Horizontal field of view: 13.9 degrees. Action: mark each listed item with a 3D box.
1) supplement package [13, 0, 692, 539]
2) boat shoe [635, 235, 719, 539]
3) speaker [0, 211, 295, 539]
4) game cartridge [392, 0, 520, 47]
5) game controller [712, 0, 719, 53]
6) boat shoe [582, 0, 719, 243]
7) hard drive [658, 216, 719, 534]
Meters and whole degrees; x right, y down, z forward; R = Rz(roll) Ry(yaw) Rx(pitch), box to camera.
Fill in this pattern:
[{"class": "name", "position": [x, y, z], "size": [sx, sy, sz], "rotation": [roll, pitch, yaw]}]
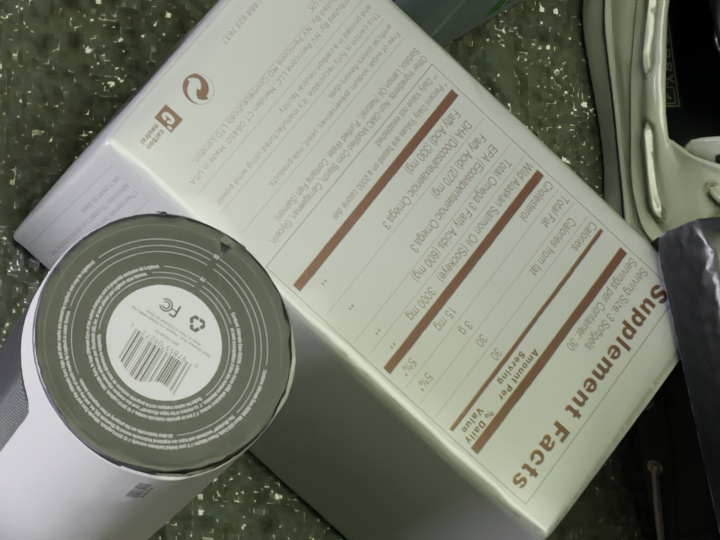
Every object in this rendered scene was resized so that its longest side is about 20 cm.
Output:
[{"class": "supplement package", "position": [0.000, 0.000, 1.039], "size": [0.200, 0.117, 0.117], "rotation": [43, 63, -7]}, {"class": "boat shoe", "position": [0.138, 0.081, 1.099], "size": [0.067, 0.057, 0.201], "rotation": [-14, 106, -26]}, {"class": "speaker", "position": [-0.083, 0.048, 0.947], "size": [0.081, 0.200, 0.082], "rotation": [4, 74, -15]}, {"class": "game cartridge", "position": [0.090, -0.148, 1.106], "size": [0.200, 0.133, 0.041], "rotation": [-33, 82, -25]}, {"class": "game controller", "position": [0.203, -0.095, 1.156], "size": [0.199, 0.042, 0.105], "rotation": [20, 54, -43]}, {"class": "boat shoe", "position": [0.132, -0.035, 1.129], "size": [0.073, 0.065, 0.201], "rotation": [-11, 81, -25]}, {"class": "hard drive", "position": [0.204, 0.044, 1.045], "size": [0.199, 0.033, 0.140], "rotation": [-5, 78, -33]}]
